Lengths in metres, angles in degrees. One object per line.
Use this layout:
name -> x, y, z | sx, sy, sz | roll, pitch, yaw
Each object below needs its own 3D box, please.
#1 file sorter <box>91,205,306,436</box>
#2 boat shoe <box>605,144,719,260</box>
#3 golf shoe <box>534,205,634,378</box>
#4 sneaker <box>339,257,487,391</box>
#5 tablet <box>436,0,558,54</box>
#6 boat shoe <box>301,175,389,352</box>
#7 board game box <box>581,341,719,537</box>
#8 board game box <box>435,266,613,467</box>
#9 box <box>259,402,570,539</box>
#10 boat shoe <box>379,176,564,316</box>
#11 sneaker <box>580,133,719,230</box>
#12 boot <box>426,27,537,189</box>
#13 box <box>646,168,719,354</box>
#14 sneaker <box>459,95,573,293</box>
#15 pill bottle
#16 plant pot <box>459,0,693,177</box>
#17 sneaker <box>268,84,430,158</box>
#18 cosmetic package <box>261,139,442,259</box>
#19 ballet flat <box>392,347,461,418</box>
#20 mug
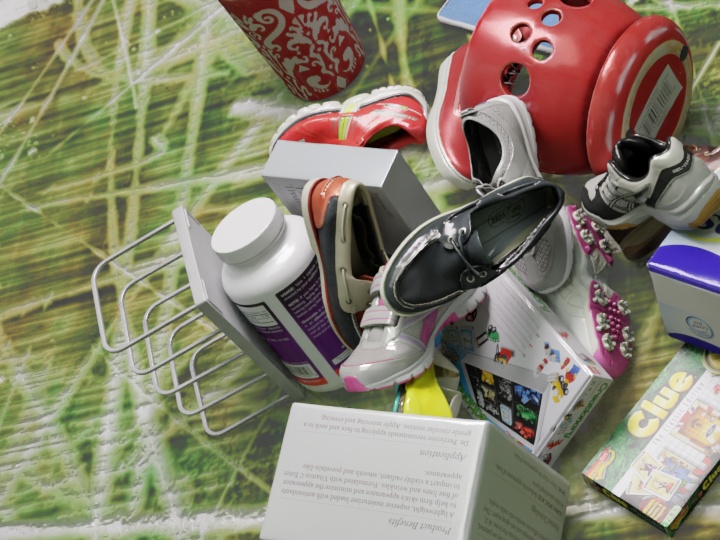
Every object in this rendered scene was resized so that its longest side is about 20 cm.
file sorter -> -0.170, 0.062, 1.656 | 0.124, 0.200, 0.139 | -30, 46, 12
boat shoe -> 0.325, -0.096, 1.568 | 0.200, 0.072, 0.072 | -40, 72, 5
golf shoe -> 0.211, 0.033, 1.557 | 0.091, 0.075, 0.201 | -33, 43, 28
sneaker -> 0.036, 0.037, 1.496 | 0.081, 0.088, 0.200 | -8, 30, 42
tablet -> 0.197, -0.321, 1.863 | 0.200, 0.014, 0.130 | 24, 70, 39
boat shoe -> 0.000, 0.000, 1.550 | 0.062, 0.201, 0.071 | 3, 30, 39
board game box -> 0.302, 0.138, 1.447 | 0.105, 0.023, 0.200 | 29, 73, 43
board game box -> 0.146, 0.091, 1.527 | 0.127, 0.035, 0.200 | -57, 43, 20
box -> 0.053, 0.213, 1.396 | 0.198, 0.200, 0.131 | 3, 69, 30
boat shoe -> 0.108, -0.024, 1.448 | 0.199, 0.075, 0.066 | -28, 9, -18
sneaker -> 0.259, -0.091, 1.475 | 0.076, 0.088, 0.200 | -48, 18, -17
boot -> 0.143, -0.195, 1.719 | 0.144, 0.072, 0.201 | -38, 35, 43
box -> 0.395, -0.014, 1.436 | 0.183, 0.105, 0.200 | 21, 60, 39
sneaker -> 0.141, -0.070, 1.536 | 0.075, 0.082, 0.201 | -28, 78, 43
pill bottle -> -0.065, 0.023, 1.611 | 0.112, 0.200, 0.113 | -25, 33, 18
plant pot -> 0.227, -0.191, 1.620 | 0.182, 0.201, 0.201 | 21, 68, 36
sneaker -> -0.015, -0.149, 1.813 | 0.199, 0.077, 0.085 | -20, 54, 16
cosmetic package -> 0.009, -0.053, 1.636 | 0.150, 0.200, 0.052 | 5, 60, 33
ballet flat -> 0.064, 0.113, 1.524 | 0.067, 0.067, 0.200 | 5, 19, 0
mug -> -0.082, -0.323, 1.896 | 0.133, 0.200, 0.178 | -18, 48, 17
